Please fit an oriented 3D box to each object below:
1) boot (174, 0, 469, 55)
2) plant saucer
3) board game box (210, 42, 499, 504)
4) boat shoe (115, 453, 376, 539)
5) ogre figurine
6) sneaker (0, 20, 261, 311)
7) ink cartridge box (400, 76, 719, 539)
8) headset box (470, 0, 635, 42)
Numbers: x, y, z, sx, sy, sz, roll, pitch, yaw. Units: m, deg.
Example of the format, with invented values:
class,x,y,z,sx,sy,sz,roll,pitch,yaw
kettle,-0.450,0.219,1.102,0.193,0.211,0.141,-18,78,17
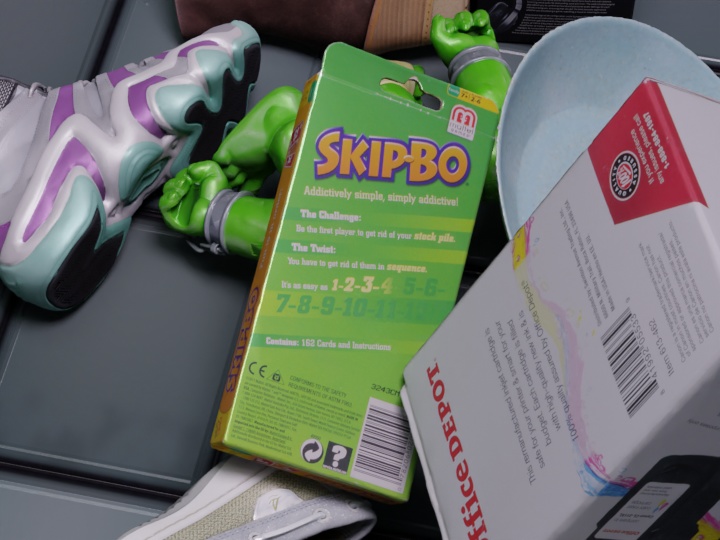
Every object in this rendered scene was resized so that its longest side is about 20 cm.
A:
class,x,y,z,sx,sy,sz,roll,pitch,yaw
boot,-0.021,-0.213,1.320,0.165,0.201,0.072,3,22,4
plant saucer,0.133,-0.027,1.229,0.200,0.039,0.202,14,67,-35
board game box,0.000,0.000,1.152,0.095,0.030,0.201,19,77,-18
boat shoe,-0.078,0.151,1.113,0.065,0.075,0.202,35,51,22
ogre figurine,0.007,-0.053,1.254,0.199,0.098,0.120,-15,43,-29
sneaker,-0.154,-0.084,1.285,0.140,0.078,0.200,30,57,19
ink cartridge box,0.114,0.042,1.056,0.083,0.200,0.146,14,41,-31
headset box,0.111,-0.255,1.346,0.092,0.200,0.175,2,53,0
